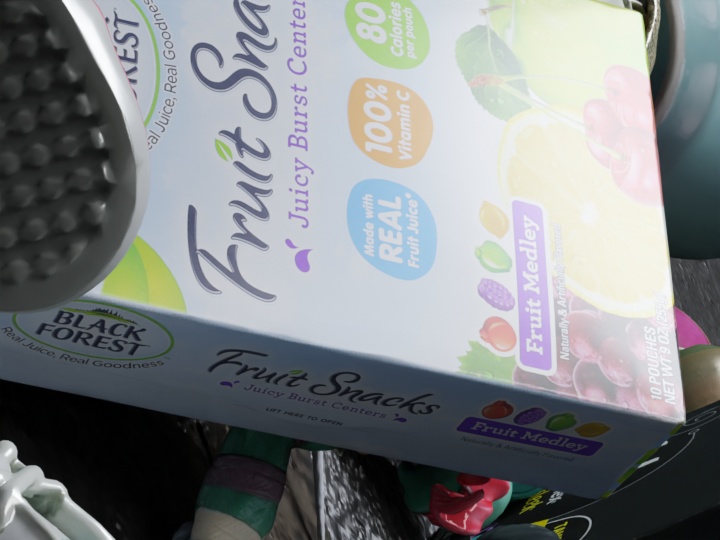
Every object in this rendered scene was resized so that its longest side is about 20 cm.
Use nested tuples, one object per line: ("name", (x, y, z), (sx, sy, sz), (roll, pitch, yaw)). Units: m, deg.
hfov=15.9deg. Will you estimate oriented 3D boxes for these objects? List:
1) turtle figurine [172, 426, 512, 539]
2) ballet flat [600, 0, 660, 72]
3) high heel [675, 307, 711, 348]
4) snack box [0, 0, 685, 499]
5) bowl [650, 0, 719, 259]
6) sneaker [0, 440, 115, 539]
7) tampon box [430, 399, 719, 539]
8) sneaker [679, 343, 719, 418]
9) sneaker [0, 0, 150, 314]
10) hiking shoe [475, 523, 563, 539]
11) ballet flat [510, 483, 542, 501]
("turtle figurine", (-0.014, 0.021, 0.776), (0.200, 0.101, 0.150), (59, 19, -5))
("ballet flat", (0.076, -0.062, 1.067), (0.075, 0.068, 0.200), (103, 13, -51))
("high heel", (0.098, 0.026, 1.148), (0.200, 0.067, 0.096), (59, 30, -6))
("snack box", (-0.013, -0.026, 0.702), (0.200, 0.053, 0.143), (13, 54, -22))
("bowl", (0.132, -0.106, 1.226), (0.105, 0.201, 0.201), (0, 66, -49))
("sneaker", (-0.090, 0.056, 0.535), (0.201, 0.080, 0.070), (67, 20, 8))
("tampon box", (0.130, 0.120, 0.877), (0.127, 0.200, 0.150), (64, 18, -5))
("sneaker", (0.110, 0.061, 1.048), (0.200, 0.067, 0.090), (88, -22, -63))
("sneaker", (-0.114, -0.071, 0.560), (0.200, 0.075, 0.105), (40, 10, 8))
("hiking shoe", (0.071, 0.171, 0.756), (0.087, 0.074, 0.201), (148, -67, -69))
("ballet flat", (0.000, 0.000, 0.894), (0.200, 0.067, 0.070), (51, -5, -24))
